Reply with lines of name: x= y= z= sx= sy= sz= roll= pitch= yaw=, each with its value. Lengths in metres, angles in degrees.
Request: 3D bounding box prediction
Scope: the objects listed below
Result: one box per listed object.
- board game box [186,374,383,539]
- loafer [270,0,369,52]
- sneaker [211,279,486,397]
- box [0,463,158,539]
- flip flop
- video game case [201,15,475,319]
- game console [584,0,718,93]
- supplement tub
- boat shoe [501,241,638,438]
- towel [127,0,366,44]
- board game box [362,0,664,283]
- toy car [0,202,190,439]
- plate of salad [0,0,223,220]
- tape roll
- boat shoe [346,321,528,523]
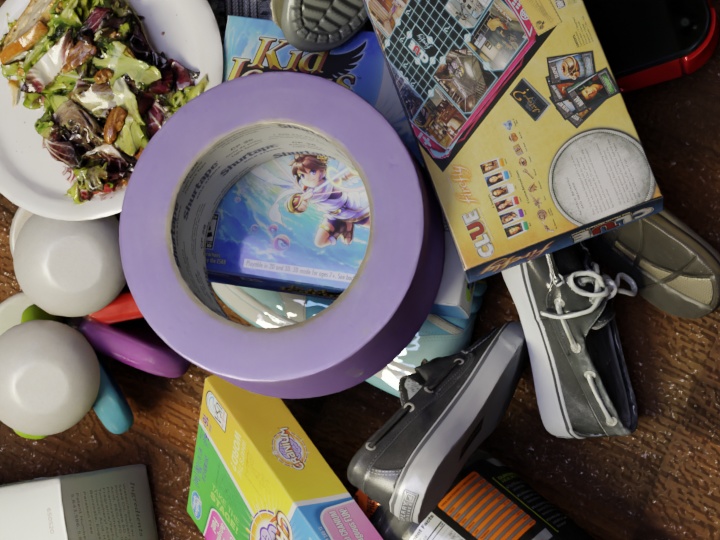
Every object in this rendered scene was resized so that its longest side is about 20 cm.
board game box: x=-0.049 y=0.184 z=1.485 sx=0.200 sy=0.040 sz=0.153 roll=51 pitch=147 yaw=33
loafer: x=-0.017 y=-0.243 z=1.457 sx=0.070 sy=0.075 sz=0.201 roll=8 pitch=79 yaw=56
sneaker: x=0.000 y=0.000 z=1.516 sx=0.199 sy=0.080 sz=0.131 roll=25 pitch=102 yaw=13
box: x=-0.256 y=0.259 z=1.601 sx=0.198 sy=0.131 sz=0.201 roll=-12 pitch=85 yaw=24
flip flop: x=0.175 y=-0.050 z=1.444 sx=0.200 sy=0.058 sz=0.081 roll=42 pitch=142 yaw=17
video game case: x=-0.009 y=-0.072 z=1.460 sx=0.199 sy=0.045 sz=0.182 roll=8 pitch=78 yaw=13
game console: x=0.133 y=-0.206 z=1.439 sx=0.176 sy=0.031 sz=0.201 roll=-17 pitch=73 yaw=4
supplement tub: x=0.091 y=0.204 z=1.446 sx=0.200 sy=0.122 sz=0.123 roll=39 pitch=105 yaw=21
boat shoe: x=0.142 y=0.020 z=1.424 sx=0.068 sy=0.074 sz=0.200 roll=-1 pitch=107 yaw=35
towel: x=-0.093 y=-0.155 z=1.536 sx=0.199 sy=0.035 sz=0.193 roll=3 pitch=103 yaw=8
board game box: x=0.097 y=-0.109 z=1.385 sx=0.135 sy=0.035 sz=0.201 roll=-20 pitch=74 yaw=2
toy car: x=-0.192 y=0.033 z=1.576 sx=0.149 sy=0.175 sz=0.201 roll=14 pitch=97 yaw=-13
plate of salad: x=-0.190 y=-0.134 z=1.491 sx=0.199 sy=0.048 sz=0.201 roll=-5 pitch=73 yaw=18
tape roll: x=-0.049 y=-0.021 z=1.391 sx=0.199 sy=0.085 sz=0.201 roll=-2 pitch=80 yaw=11
boat shoe: x=0.052 y=0.090 z=1.425 sx=0.066 sy=0.200 sz=0.070 roll=24 pitch=134 yaw=15
